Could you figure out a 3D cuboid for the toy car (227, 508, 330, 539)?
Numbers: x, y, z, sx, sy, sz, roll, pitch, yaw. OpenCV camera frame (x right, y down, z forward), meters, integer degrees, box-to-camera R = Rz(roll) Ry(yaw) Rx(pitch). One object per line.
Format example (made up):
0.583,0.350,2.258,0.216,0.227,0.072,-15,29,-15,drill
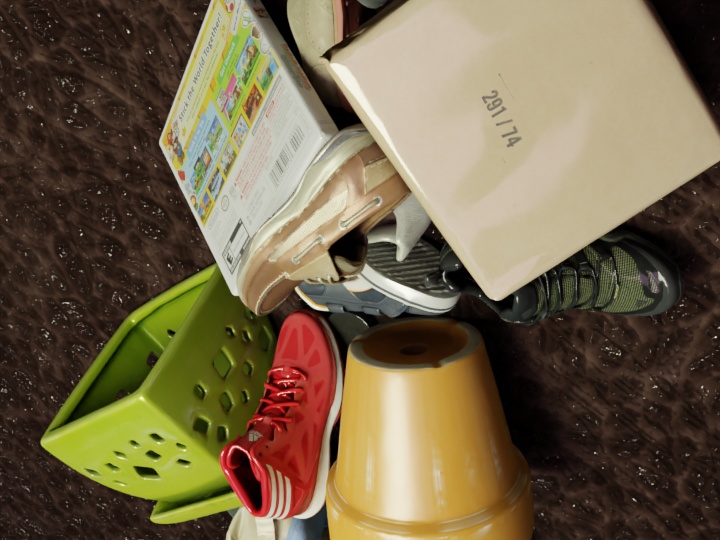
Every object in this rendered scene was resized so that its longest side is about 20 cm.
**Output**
-0.118,0.346,1.021,0.197,0.164,0.161,17,131,33,toy car

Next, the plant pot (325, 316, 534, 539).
0.058,0.151,0.765,0.195,0.200,0.188,2,108,27,plant pot

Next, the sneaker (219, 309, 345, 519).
-0.073,0.135,0.787,0.077,0.115,0.206,-7,78,27,sneaker

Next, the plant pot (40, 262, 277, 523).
-0.179,0.143,0.876,0.198,0.201,0.182,-26,116,38,plant pot

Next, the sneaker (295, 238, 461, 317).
0.000,0.000,0.749,0.197,0.078,0.081,28,129,23,sneaker

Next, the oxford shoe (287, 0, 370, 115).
-0.029,-0.214,0.616,0.073,0.071,0.204,15,128,25,oxford shoe

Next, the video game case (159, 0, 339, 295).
-0.104,-0.112,0.702,0.184,0.023,0.201,59,138,23,video game case

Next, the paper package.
0.107,-0.119,0.550,0.189,0.104,0.202,-33,104,19,paper package

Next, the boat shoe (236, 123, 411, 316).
-0.031,-0.021,0.633,0.072,0.075,0.201,50,131,11,boat shoe

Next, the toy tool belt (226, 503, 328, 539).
-0.075,0.287,0.858,0.120,0.201,0.127,18,122,8,toy tool belt

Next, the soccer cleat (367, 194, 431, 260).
-0.034,-0.065,0.704,0.195,0.088,0.070,14,151,19,soccer cleat

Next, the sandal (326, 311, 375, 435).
-0.010,0.132,0.869,0.073,0.045,0.204,9,126,23,sandal

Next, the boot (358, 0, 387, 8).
0.066,-0.263,0.469,0.065,0.168,0.198,34,136,-26,boot

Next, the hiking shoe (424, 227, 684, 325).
0.152,0.014,0.658,0.195,0.101,0.077,10,128,22,hiking shoe
